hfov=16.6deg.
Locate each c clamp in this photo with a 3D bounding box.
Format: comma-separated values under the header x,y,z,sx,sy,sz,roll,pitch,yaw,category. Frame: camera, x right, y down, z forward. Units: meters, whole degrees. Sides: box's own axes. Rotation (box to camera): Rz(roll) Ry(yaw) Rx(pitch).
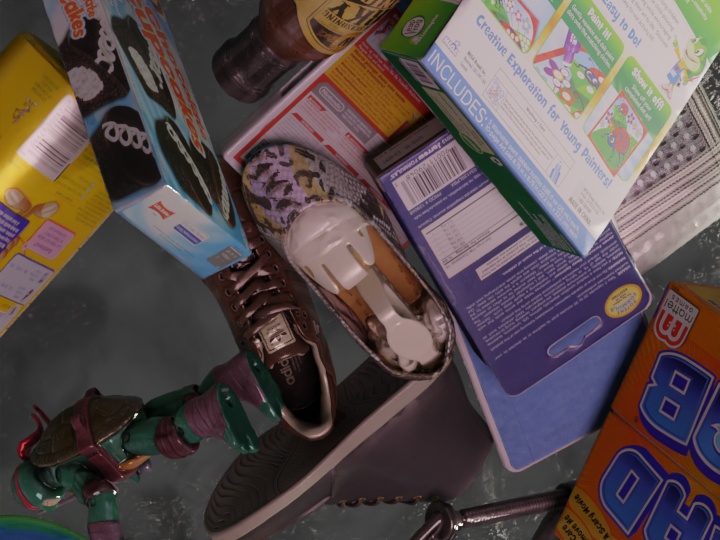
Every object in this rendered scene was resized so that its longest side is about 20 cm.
x,y,z,sx,sy,sz,roll,pitch,yaw,category
0.095,0.180,1.700,0.199,0.027,0.172,-11,138,-37,c clamp

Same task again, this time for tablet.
x,y,z,sx,sy,sz,roll,pitch,yaw,category
0.125,0.030,1.638,0.129,0.014,0.201,-27,121,-8,tablet

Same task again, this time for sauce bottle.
x,y,z,sx,sy,sz,roll,pitch,yaw,category
-0.015,-0.168,1.460,0.064,0.065,0.200,25,136,-28,sauce bottle

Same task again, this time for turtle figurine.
x,y,z,sx,sy,sz,roll,pitch,yaw,category
-0.148,0.122,1.538,0.199,0.150,0.101,-29,116,21,turtle figurine

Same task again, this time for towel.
x,y,z,sx,sy,sz,roll,pitch,yaw,category
0.144,-0.068,1.625,0.199,0.035,0.193,-32,121,-2,towel

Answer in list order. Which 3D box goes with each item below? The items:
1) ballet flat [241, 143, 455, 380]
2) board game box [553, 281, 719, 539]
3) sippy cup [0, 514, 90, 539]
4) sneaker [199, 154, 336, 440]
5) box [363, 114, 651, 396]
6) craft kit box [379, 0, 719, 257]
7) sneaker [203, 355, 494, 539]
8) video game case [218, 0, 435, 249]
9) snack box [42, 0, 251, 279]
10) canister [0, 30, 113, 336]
x,y,z,sx,sy,sz,roll,pitch,yaw,category
0.000,0.000,1.539,0.072,0.072,0.200,-40,123,2,ballet flat
0.294,0.148,1.657,0.199,0.200,0.201,7,113,-42,board game box
-0.225,0.251,1.596,0.177,0.140,0.131,29,117,4,sippy cup
-0.056,0.019,1.569,0.070,0.076,0.201,-28,120,-5,sneaker
0.098,-0.024,1.575,0.121,0.032,0.201,-34,121,-4,box
0.127,-0.146,1.492,0.198,0.048,0.200,-53,130,-13,craft kit box
-0.003,0.141,1.648,0.199,0.075,0.106,-37,121,-1,sneaker
0.028,-0.098,1.544,0.200,0.017,0.143,-42,123,8,video game case
-0.128,-0.103,1.397,0.037,0.201,0.116,-27,154,11,snack box
-0.221,-0.033,1.453,0.200,0.087,0.148,-48,159,3,canister
